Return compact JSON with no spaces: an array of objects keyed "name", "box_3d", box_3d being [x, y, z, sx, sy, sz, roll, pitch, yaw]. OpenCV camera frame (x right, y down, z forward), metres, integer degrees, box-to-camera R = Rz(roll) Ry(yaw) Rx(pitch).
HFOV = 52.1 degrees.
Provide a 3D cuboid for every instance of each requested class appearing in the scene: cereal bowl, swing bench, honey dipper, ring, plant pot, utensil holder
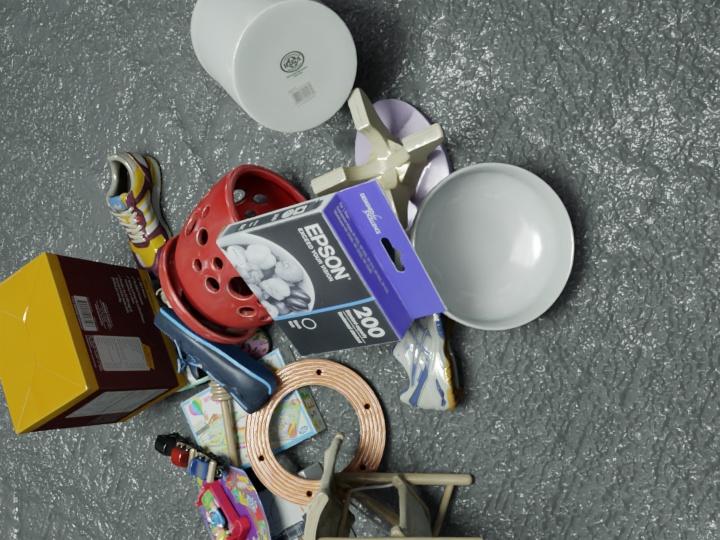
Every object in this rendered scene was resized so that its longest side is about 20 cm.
[{"name":"cereal bowl","box_3d":[0.153,-0.030,0.901,0.199,0.083,0.201,-1,94,-8]},{"name":"swing bench","box_3d":[0.032,0.313,0.897,0.199,0.199,0.130,17,98,3]},{"name":"honey dipper","box_3d":[-0.192,0.241,1.074,0.038,0.038,0.201,-7,91,24]},{"name":"ring","box_3d":[-0.064,0.225,1.027,0.199,0.019,0.202,-1,83,6]},{"name":"plant pot","box_3d":[-0.161,-0.015,1.001,0.182,0.200,0.201,-33,79,27]},{"name":"utensil holder","box_3d":[-0.112,-0.284,0.935,0.170,0.169,0.200,-59,35,15]}]

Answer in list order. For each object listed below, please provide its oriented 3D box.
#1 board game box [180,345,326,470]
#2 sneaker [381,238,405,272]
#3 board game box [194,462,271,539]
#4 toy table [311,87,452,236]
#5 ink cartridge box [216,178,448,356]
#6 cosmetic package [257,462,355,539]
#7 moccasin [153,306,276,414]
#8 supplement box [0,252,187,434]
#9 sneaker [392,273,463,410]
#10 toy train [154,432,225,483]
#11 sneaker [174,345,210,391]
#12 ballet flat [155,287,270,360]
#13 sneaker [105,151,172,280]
[{"name":"board game box","box_3d":[-0.163,0.217,1.099,0.199,0.034,0.135,-30,80,22]},{"name":"sneaker","box_3d":[0.000,0.000,0.934,0.082,0.200,0.071,-2,69,-11]},{"name":"board game box","box_3d":[-0.201,0.360,1.063,0.200,0.039,0.159,-2,99,49]},{"name":"toy table","box_3d":[0.041,-0.133,0.948,0.183,0.117,0.201,-33,78,22]},{"name":"ink cartridge box","box_3d":[-0.029,0.008,0.835,0.199,0.043,0.199,-14,125,27]},{"name":"cosmetic package","box_3d":[-0.083,0.403,1.062,0.151,0.052,0.201,-33,78,24]},{"name":"moccasin","box_3d":[-0.213,0.126,1.016,0.200,0.080,0.068,35,100,14]},{"name":"supplement box","box_3d":[-0.381,0.102,1.027,0.132,0.200,0.198,-30,72,18]},{"name":"sneaker","box_3d":[0.078,0.085,0.963,0.088,0.075,0.201,-5,89,25]},{"name":"toy train","box_3d":[-0.258,0.275,1.093,0.200,0.046,0.034,4,83,53]},{"name":"sneaker","box_3d":[-0.310,0.118,1.137,0.199,0.078,0.141,-11,88,24]},{"name":"ballet flat","box_3d":[-0.230,0.080,1.103,0.199,0.071,0.069,30,105,20]},{"name":"sneaker","box_3d":[-0.351,-0.083,1.140,0.075,0.090,0.201,-13,87,24]}]
